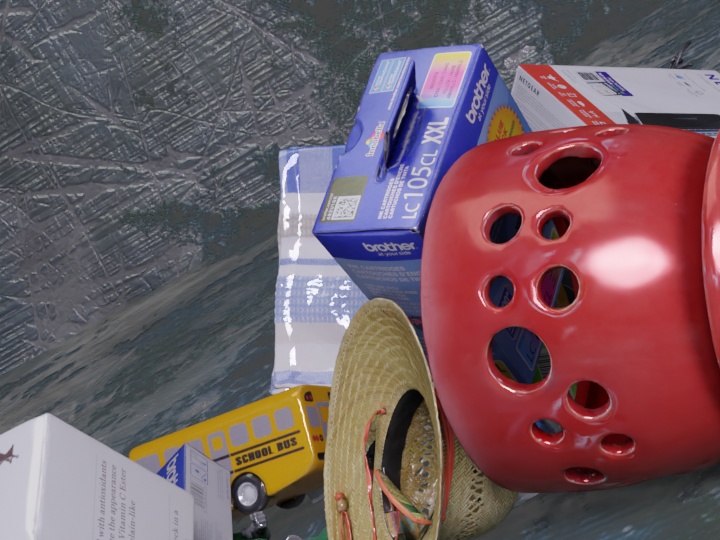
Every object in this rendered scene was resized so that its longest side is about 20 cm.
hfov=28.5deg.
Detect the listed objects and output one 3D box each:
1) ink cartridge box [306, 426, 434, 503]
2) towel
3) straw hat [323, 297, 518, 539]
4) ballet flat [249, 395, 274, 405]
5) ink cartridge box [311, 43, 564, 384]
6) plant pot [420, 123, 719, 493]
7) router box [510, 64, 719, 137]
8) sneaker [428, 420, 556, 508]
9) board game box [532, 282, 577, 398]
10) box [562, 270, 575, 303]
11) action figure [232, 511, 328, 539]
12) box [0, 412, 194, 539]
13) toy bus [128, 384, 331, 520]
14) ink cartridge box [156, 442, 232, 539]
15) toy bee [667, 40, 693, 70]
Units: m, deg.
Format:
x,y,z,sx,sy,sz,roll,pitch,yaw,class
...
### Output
x,y,z,sx,sy,sz,roll,pitch,yaw,class
0.001,0.115,1.145,0.199,0.068,0.116,-29,8,10,ink cartridge box
0.000,0.000,1.079,0.146,0.201,0.024,0,-7,20,towel
0.046,0.116,0.830,0.085,0.202,0.201,2,-2,-19,straw hat
-0.120,0.179,1.232,0.200,0.070,0.069,-38,11,-33,ballet flat
0.050,-0.039,0.843,0.076,0.200,0.137,-1,56,34,ink cartridge box
0.157,0.018,0.757,0.182,0.201,0.200,-6,22,33,plant pot
0.224,-0.081,0.985,0.179,0.049,0.200,-3,31,-25,router box
0.062,0.069,0.943,0.080,0.147,0.200,-30,9,5,sneaker
0.101,0.000,1.015,0.030,0.201,0.095,-25,5,-30,board game box
0.187,-0.027,1.123,0.148,0.125,0.200,-26,9,31,box
-0.082,0.208,0.992,0.118,0.055,0.200,-38,7,-20,action figure
-0.206,0.221,0.794,0.199,0.131,0.200,-27,46,25,box
-0.106,0.154,1.070,0.199,0.079,0.065,-22,-14,24,toy bus
-0.126,0.206,0.917,0.094,0.044,0.200,-47,22,15,ink cartridge box
0.276,-0.089,1.297,0.131,0.109,0.200,-52,-4,-44,toy bee
